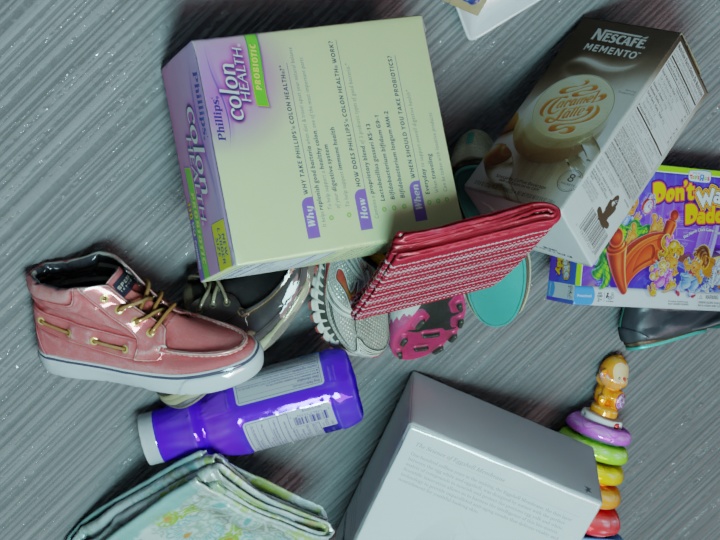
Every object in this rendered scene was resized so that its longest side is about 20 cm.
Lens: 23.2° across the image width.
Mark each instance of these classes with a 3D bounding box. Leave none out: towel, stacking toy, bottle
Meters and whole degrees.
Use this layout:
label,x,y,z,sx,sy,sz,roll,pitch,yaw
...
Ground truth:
label,x,y,z,sx,sy,sz,roll,pitch,yaw
towel,-0.147,0.245,1.609,0.199,0.049,0.171,-32,134,30
stacking toy,0.237,0.182,1.798,0.115,0.109,0.202,12,100,-44
bottle,-0.099,0.126,1.565,0.198,0.066,0.084,-15,154,2
towel,0.073,-0.007,1.428,0.143,0.023,0.200,-13,167,-14

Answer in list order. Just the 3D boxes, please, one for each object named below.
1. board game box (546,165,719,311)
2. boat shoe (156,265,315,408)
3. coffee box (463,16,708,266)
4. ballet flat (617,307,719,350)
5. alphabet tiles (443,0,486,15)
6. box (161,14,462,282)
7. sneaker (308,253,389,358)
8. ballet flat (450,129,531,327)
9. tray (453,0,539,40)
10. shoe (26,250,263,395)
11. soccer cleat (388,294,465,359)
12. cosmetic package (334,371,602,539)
label,x,y,z,sx,sy,sz,roll,pitch,yaw
board game box,0.274,-0.033,1.660,0.198,0.045,0.136,3,94,-30
boat shoe,-0.121,0.039,1.498,0.073,0.075,0.200,35,111,-32
coffee box,0.196,-0.114,1.509,0.201,0.114,0.080,-54,134,-19
ballet flat,0.351,0.034,1.768,0.198,0.073,0.074,-8,124,-17
alphabet tiles,0.085,-0.300,1.411,0.199,0.008,0.168,16,112,-35
box,-0.039,-0.097,1.393,0.198,0.097,0.178,-10,86,-24
sneaker,0.000,0.000,1.528,0.078,0.081,0.201,-50,143,-37
ballet flat,0.119,-0.040,1.594,0.067,0.063,0.201,-4,129,8
tray,0.100,-0.294,1.441,0.107,0.022,0.201,-32,130,-7
shoe,-0.179,0.041,1.435,0.198,0.072,0.092,4,125,16
soccer cleat,0.061,0.003,1.595,0.069,0.087,0.201,-9,148,-17
cosmetic package,0.099,0.238,1.684,0.198,0.123,0.201,23,112,-6
